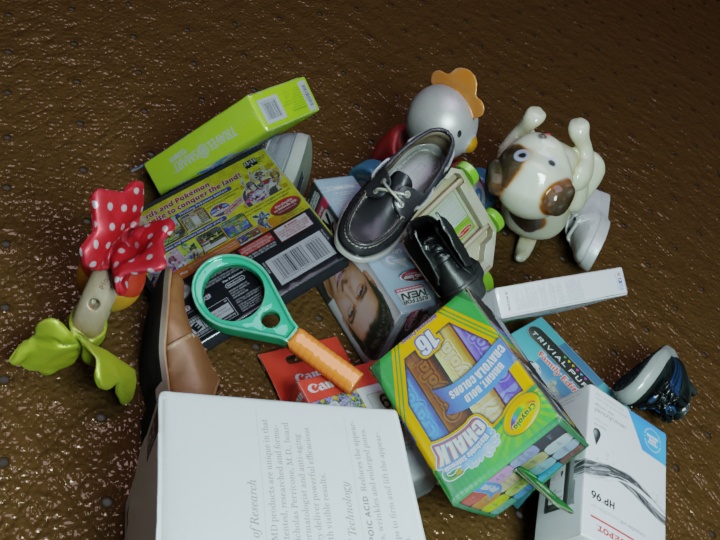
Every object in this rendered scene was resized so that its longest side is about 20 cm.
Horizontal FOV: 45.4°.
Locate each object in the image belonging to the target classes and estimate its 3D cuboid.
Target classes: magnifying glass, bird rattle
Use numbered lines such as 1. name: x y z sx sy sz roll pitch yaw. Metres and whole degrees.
1. magnifying glass: -0.083 0.054 0.849 0.198 0.023 0.080 35 64 11
2. bird rattle: -0.233 0.006 0.774 0.110 0.204 0.163 16 17 -13

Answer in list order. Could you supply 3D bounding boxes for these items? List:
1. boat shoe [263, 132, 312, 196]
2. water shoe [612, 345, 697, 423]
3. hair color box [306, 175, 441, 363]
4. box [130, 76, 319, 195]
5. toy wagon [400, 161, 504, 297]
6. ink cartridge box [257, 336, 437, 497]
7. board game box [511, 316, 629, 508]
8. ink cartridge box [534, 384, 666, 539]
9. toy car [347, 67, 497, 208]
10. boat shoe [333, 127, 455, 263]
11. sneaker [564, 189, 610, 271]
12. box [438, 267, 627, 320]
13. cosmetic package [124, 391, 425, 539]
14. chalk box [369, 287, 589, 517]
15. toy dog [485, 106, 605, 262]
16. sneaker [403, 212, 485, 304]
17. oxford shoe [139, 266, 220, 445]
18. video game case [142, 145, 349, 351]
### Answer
1. boat shoe: -0.110 -0.095 1.040 0.070 0.071 0.203 5 45 10
2. water shoe: 0.358 0.138 1.010 0.079 0.071 0.199 54 27 15
3. hair color box: 0.000 0.000 0.966 0.060 0.100 0.201 -11 53 -35
4. box: -0.156 -0.150 0.984 0.048 0.198 0.122 62 33 -7
5. toy wagon: 0.108 -0.026 1.047 0.155 0.039 0.202 -41 112 -18
6. ink cartridge box: -0.012 0.139 0.854 0.107 0.051 0.202 -9 54 -36
7. board game box: 0.189 0.149 0.958 0.198 0.047 0.151 -22 61 -42
8. ink cartridge box: 0.236 0.232 0.838 0.115 0.068 0.203 31 50 -19
9. toy car: 0.110 -0.161 1.115 0.176 0.202 0.183 41 42 16
10. boat shoe: 0.042 -0.087 0.938 0.074 0.061 0.200 40 54 10
11. sneaker: 0.296 -0.077 1.239 0.114 0.075 0.201 27 31 1
12. box: 0.187 0.038 0.988 0.196 0.144 0.037 -6 80 -32
13. cosmetic package: -0.073 0.212 0.657 0.196 0.166 0.167 7 44 -21
14. chalk box: 0.123 0.144 0.800 0.202 0.123 0.125 58 11 33
15. toy dog: 0.221 -0.115 1.109 0.138 0.196 0.200 31 6 15
16. sneaker: 0.087 -0.018 0.919 0.105 0.059 0.200 57 6 -8
17. oxford shoe: -0.169 0.089 0.811 0.070 0.071 0.204 7 56 -27
18. video game case: -0.140 -0.027 0.920 0.198 0.026 0.181 -30 64 -20
